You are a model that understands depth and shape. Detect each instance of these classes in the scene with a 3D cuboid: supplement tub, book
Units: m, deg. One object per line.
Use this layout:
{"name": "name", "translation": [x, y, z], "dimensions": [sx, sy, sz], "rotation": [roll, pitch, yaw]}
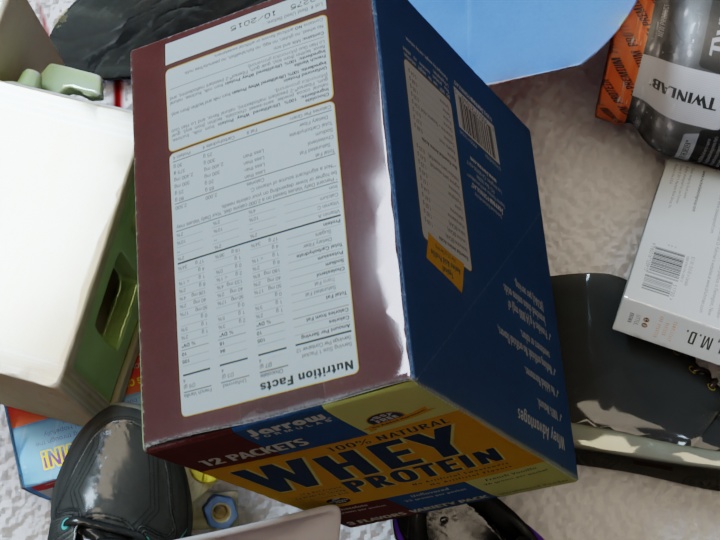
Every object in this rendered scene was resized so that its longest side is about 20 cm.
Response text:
{"name": "supplement tub", "translation": [0.242, -0.114, 0.891], "dimensions": [0.199, 0.123, 0.123], "rotation": [12, 76, 6]}
{"name": "book", "translation": [0.252, 0.014, 0.861], "dimensions": [0.199, 0.048, 0.134], "rotation": [20, 43, 9]}

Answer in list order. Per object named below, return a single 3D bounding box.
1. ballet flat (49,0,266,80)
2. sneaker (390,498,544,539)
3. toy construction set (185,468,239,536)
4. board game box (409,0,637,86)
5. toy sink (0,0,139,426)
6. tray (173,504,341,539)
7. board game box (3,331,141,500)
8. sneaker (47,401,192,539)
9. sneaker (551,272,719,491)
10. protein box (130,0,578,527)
{"name": "ballet flat", "translation": [-0.102, -0.172, 0.972], "dimensions": [0.199, 0.057, 0.067], "rotation": [-24, 102, 1]}
{"name": "sneaker", "translation": [0.093, 0.184, 0.826], "dimensions": [0.200, 0.100, 0.070], "rotation": [40, 80, 9]}
{"name": "toy construction set", "translation": [-0.156, 0.177, 0.847], "dimensions": [0.199, 0.092, 0.132], "rotation": [-13, 89, 4]}
{"name": "board game box", "translation": [0.067, -0.144, 0.869], "dimensions": [0.199, 0.039, 0.159], "rotation": [-11, 48, 16]}
{"name": "toy sink", "translation": [-0.160, -0.030, 0.828], "dimensions": [0.111, 0.130, 0.201], "rotation": [14, 75, 7]}
{"name": "tray", "translation": [-0.068, 0.208, 0.796], "dimensions": [0.107, 0.201, 0.022], "rotation": [-9, 30, -26]}
{"name": "board game box", "translation": [-0.119, 0.011, 0.910], "dimensions": [0.199, 0.056, 0.197], "rotation": [-16, 75, -1]}
{"name": "sneaker", "translation": [-0.128, 0.166, 0.772], "dimensions": [0.075, 0.079, 0.201], "rotation": [10, 85, -5]}
{"name": "sneaker", "translation": [0.181, 0.062, 0.871], "dimensions": [0.199, 0.075, 0.107], "rotation": [9, 75, 7]}
{"name": "protein box", "translation": [0.000, 0.000, 0.755], "dimensions": [0.134, 0.198, 0.201], "rotation": [-15, 65, 23]}
